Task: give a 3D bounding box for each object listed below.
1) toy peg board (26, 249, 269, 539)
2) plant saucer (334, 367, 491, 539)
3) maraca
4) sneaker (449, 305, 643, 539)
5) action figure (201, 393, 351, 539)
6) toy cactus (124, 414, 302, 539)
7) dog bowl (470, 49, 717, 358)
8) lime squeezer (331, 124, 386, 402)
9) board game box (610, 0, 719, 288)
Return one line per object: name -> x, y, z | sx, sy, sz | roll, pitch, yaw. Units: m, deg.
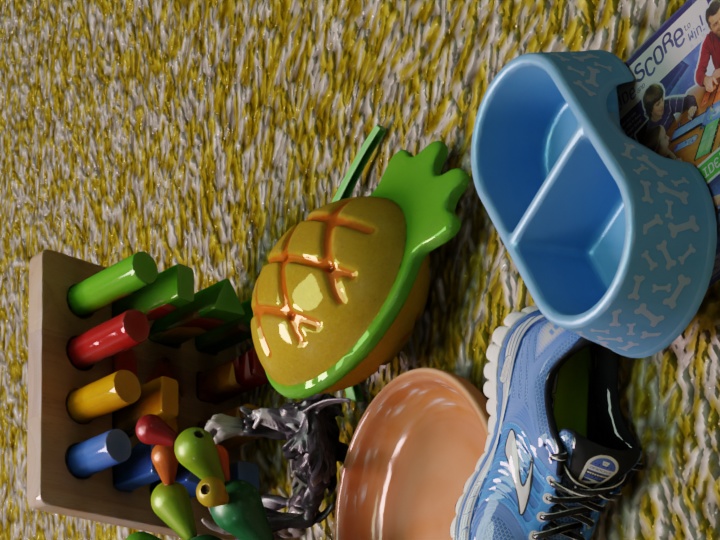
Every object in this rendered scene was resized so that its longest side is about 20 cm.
toy peg board -> -0.145, 0.088, 1.244 | 0.097, 0.199, 0.201 | -25, 59, 38
plant saucer -> 0.047, 0.164, 1.045 | 0.200, 0.037, 0.202 | -20, 67, 57
maraca -> 0.000, 0.000, 1.103 | 0.200, 0.107, 0.137 | -50, 35, 12
sneaker -> 0.106, 0.120, 0.915 | 0.089, 0.078, 0.202 | -3, 80, 61
action figure -> -0.066, 0.155, 1.164 | 0.119, 0.101, 0.201 | -96, 21, -60
toy cactus -> -0.083, 0.194, 1.071 | 0.102, 0.163, 0.202 | -51, -33, -70
dog bowl -> 0.119, -0.043, 0.890 | 0.112, 0.049, 0.201 | -60, 35, 33
lime squeezer -> -0.020, -0.007, 1.199 | 0.070, 0.037, 0.202 | -3, 80, 59
board game box -> 0.200, -0.088, 0.846 | 0.200, 0.034, 0.136 | -45, 46, 46
